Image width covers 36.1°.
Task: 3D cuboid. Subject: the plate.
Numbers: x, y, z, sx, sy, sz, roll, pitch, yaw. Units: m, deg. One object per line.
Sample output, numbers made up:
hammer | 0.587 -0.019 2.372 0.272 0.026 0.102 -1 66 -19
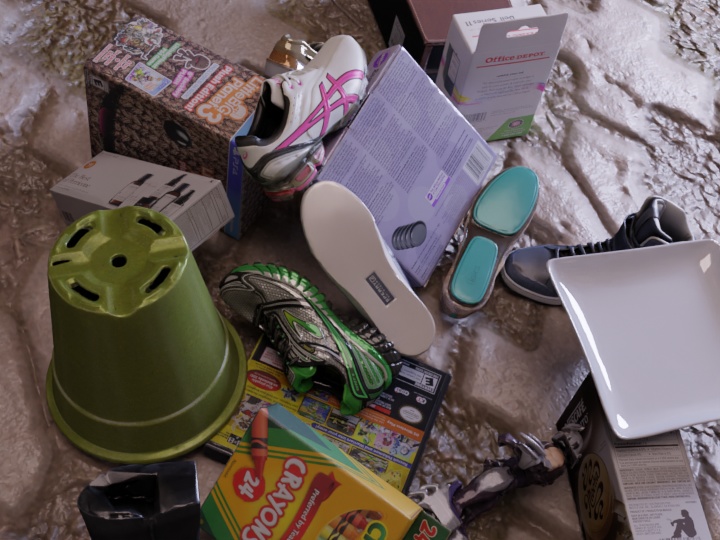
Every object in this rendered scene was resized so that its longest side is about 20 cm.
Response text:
plate | 0.297 0.066 1.074 0.199 0.032 0.200 -8 57 -15

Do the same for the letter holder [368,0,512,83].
letter holder | 0.107 -0.329 1.417 0.141 0.101 0.201 -8 57 -17

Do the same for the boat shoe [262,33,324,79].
boat shoe | -0.037 -0.227 1.281 0.075 0.069 0.200 23 15 25

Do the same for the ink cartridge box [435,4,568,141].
ink cartridge box | 0.159 -0.242 1.301 0.117 0.200 0.068 -10 57 -17

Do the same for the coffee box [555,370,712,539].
coffee box | 0.259 0.209 1.056 0.079 0.113 0.201 -1 54 -11

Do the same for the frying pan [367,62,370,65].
frying pan | 0.048 -0.135 1.262 0.114 0.031 0.191 12 83 -20

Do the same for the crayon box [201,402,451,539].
crayon box | -0.035 0.227 0.988 0.200 0.051 0.127 33 99 14

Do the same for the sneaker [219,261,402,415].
sneaker | -0.060 0.065 1.092 0.200 0.078 0.085 33 57 12

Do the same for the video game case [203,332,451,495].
video game case | -0.029 0.143 1.106 0.199 0.026 0.181 22 54 5

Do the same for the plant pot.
plant pot | -0.212 0.045 1.027 0.199 0.190 0.201 0 52 0

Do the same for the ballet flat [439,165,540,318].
ballet flat | 0.138 -0.030 1.226 0.068 0.067 0.200 30 64 6

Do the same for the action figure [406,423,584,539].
action figure | 0.131 0.196 1.040 0.199 0.130 0.069 -29 64 -14

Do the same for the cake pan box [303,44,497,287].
cake pan box | 0.044 -0.114 1.197 0.184 0.052 0.200 43 66 -30

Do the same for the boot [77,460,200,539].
boot | -0.207 0.237 0.900 0.164 0.200 0.066 -19 60 -21

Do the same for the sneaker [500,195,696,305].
sneaker | 0.262 -0.024 1.201 0.201 0.146 0.077 6 56 -4

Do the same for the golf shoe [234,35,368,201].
golf shoe | -0.055 -0.171 1.111 0.072 0.092 0.201 3 56 38

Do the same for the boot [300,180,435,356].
boot | 0.000 0.000 1.127 0.073 0.090 0.200 -32 97 -7

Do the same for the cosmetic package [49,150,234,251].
cosmetic package | -0.230 -0.072 1.152 0.199 0.051 0.083 16 45 39

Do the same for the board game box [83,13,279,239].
board game box | -0.188 -0.155 1.206 0.199 0.160 0.097 27 56 10
